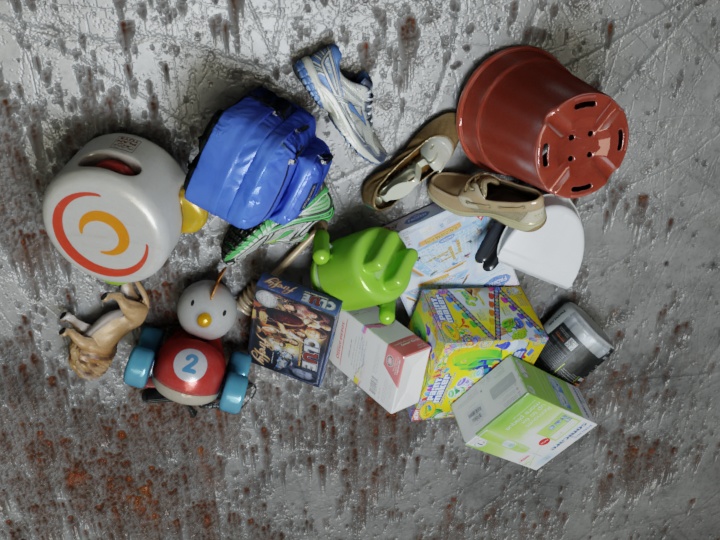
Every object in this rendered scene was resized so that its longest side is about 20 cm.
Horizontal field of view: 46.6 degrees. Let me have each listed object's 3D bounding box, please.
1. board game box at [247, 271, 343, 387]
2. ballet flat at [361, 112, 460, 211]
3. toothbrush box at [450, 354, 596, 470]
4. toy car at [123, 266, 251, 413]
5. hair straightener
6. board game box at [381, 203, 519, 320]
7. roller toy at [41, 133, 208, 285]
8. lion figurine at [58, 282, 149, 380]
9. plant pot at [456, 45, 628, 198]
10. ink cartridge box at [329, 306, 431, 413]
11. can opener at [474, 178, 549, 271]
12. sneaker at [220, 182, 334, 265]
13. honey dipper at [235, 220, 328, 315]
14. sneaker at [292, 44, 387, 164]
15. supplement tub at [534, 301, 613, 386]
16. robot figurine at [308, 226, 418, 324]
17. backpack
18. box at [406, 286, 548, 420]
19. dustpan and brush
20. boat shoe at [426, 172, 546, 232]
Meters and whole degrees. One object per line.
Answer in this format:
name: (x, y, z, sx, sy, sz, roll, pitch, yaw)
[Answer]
board game box: (-0.109, 0.100, 1.346, 0.135, 0.035, 0.201, 20, 138, 5)
ballet flat: (0.085, -0.158, 1.280, 0.200, 0.072, 0.068, -37, 121, 10)
toothbrush box: (0.275, 0.244, 1.408, 0.199, 0.086, 0.146, 26, 120, -38)
toy car: (-0.249, 0.091, 1.307, 0.183, 0.177, 0.201, 16, 104, -9)
hair straightener: (-0.279, 0.216, 1.448, 0.198, 0.041, 0.077, 1, 121, -19)
board game box: (0.145, -0.020, 1.398, 0.199, 0.041, 0.200, -23, 123, 2)
roller toy: (-0.331, -0.091, 1.164, 0.199, 0.140, 0.183, -26, 117, 29)
lion figurine: (-0.393, 0.087, 1.317, 0.199, 0.073, 0.123, -37, 130, 5)
plant pot: (0.269, -0.205, 1.205, 0.199, 0.195, 0.202, -8, 116, -17)
ink cartridge box: (0.019, 0.130, 1.395, 0.067, 0.200, 0.117, -16, 129, -39)
can opener: (0.249, -0.088, 1.339, 0.200, 0.079, 0.063, -49, 123, -7)
sneaker: (-0.127, -0.062, 1.285, 0.199, 0.078, 0.085, -31, 124, 5)
honey dipper: (-0.123, -0.007, 1.346, 0.200, 0.038, 0.038, -44, 121, 12)
sneaker: (-0.008, -0.239, 1.209, 0.085, 0.077, 0.200, -37, 123, 5)
supplement tub: (0.347, 0.164, 1.512, 0.122, 0.123, 0.200, 36, 107, -29)
robot figurine: (0.000, 0.000, 1.301, 0.175, 0.116, 0.199, 40, 150, -23)
backpack: (-0.135, -0.148, 1.133, 0.167, 0.200, 0.163, 27, 112, 4)
box: (0.179, 0.141, 1.422, 0.191, 0.122, 0.201, -1, 135, -21)
dustpan and brush: (0.307, -0.088, 1.302, 0.139, 0.057, 0.201, 21, 108, -11)
boat shoe: (0.190, -0.121, 1.275, 0.071, 0.199, 0.065, -55, 148, -29)
